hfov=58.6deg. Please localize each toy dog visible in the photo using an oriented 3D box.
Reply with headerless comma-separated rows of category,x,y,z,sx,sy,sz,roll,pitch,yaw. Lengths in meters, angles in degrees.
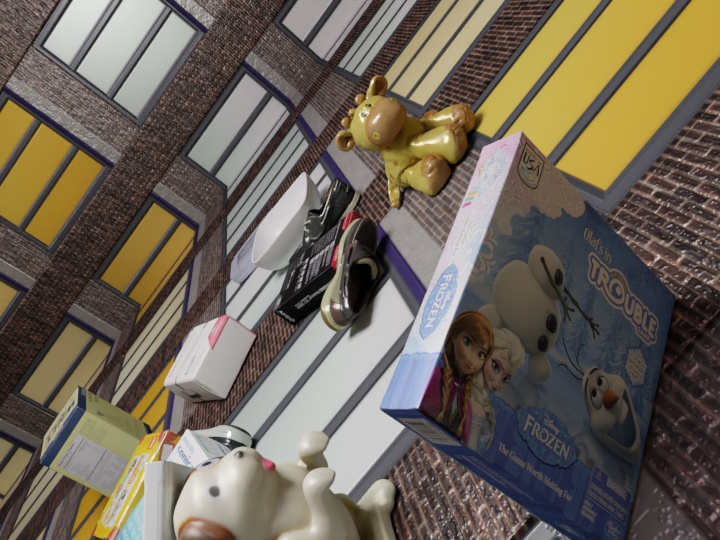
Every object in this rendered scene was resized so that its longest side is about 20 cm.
toy dog,-0.075,0.237,0.589,0.194,0.199,0.140,-46,22,18

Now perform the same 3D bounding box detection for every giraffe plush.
giraffe plush,0.058,-0.217,1.016,0.199,0.161,0.175,-22,38,52

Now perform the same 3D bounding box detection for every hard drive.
hard drive,-0.168,0.287,0.587,0.132,0.026,0.205,83,-179,-69

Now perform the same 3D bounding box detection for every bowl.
bowl,-0.153,-0.099,1.408,0.200,0.074,0.201,-47,24,18

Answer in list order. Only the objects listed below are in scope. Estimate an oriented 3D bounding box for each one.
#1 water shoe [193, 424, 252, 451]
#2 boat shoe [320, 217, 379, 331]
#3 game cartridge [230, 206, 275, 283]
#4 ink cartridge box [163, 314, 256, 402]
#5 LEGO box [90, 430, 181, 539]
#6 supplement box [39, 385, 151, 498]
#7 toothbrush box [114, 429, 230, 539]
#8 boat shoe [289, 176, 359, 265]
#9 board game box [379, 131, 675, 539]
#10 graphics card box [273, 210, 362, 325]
water shoe,-0.249,0.303,1.031,0.199,0.071,0.080,-32,32,45
boat shoe,0.000,0.000,0.966,0.064,0.073,0.203,-18,44,39
game cartridge,-0.263,-0.065,1.641,0.201,0.041,0.134,-50,19,14
ink cartridge box,-0.312,0.185,1.316,0.198,0.084,0.148,-18,42,54
LEGO box,-0.394,0.406,1.176,0.148,0.077,0.203,-24,37,52
supplement box,-0.587,0.387,1.443,0.136,0.199,0.199,-57,22,-11
toothbrush box,-0.236,0.348,0.872,0.202,0.085,0.146,-55,40,-5
boat shoe,-0.085,-0.090,1.265,0.201,0.067,0.072,-53,23,8
board game box,0.128,0.050,0.435,0.043,0.199,0.202,-15,44,54
graphics card box,-0.068,-0.002,1.124,0.199,0.051,0.127,-36,29,38
